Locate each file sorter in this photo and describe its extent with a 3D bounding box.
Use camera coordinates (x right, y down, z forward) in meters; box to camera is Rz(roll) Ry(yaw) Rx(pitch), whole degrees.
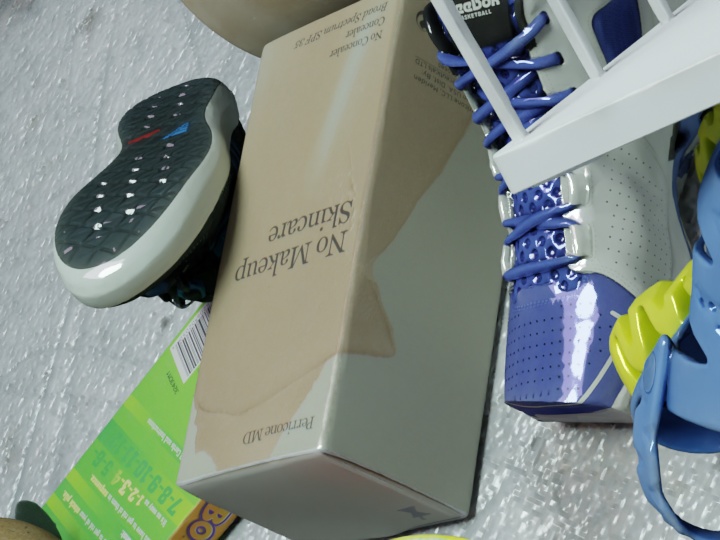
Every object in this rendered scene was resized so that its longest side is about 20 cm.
[{"bbox_3d":[0.113,-0.136,0.676,0.138,0.125,0.200,-23,11,43],"label":"file sorter"}]

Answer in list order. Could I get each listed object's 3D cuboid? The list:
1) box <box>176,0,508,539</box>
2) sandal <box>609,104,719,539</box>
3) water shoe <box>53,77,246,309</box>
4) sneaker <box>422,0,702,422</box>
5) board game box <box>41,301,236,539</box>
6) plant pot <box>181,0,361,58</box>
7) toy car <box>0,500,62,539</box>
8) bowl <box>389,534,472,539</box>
[{"bbox_3d":[0.000,0.000,0.920,0.095,0.078,0.201,-19,52,45],"label":"box"},{"bbox_3d":[0.126,0.016,0.690,0.200,0.079,0.087,100,176,-55],"label":"sandal"},{"bbox_3d":[-0.072,-0.019,0.984,0.071,0.079,0.200,-19,20,15],"label":"water shoe"},{"bbox_3d":[0.067,-0.051,0.833,0.080,0.115,0.200,-10,60,51],"label":"sneaker"},{"bbox_3d":[-0.099,0.106,1.026,0.200,0.030,0.096,-49,35,15],"label":"board game box"},{"bbox_3d":[-0.002,-0.182,0.977,0.174,0.199,0.201,-56,30,40],"label":"plant pot"},{"bbox_3d":[-0.156,0.162,0.927,0.158,0.164,0.200,-44,42,25],"label":"toy car"},{"bbox_3d":[0.034,0.193,0.715,0.200,0.107,0.201,-33,43,37],"label":"bowl"}]
